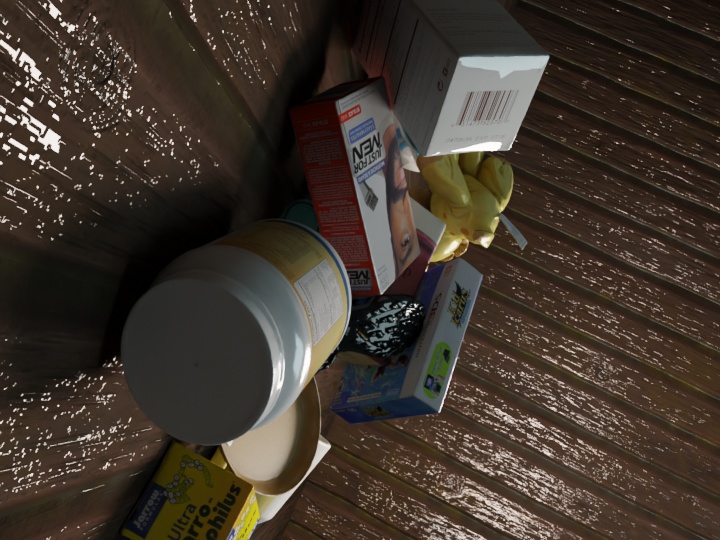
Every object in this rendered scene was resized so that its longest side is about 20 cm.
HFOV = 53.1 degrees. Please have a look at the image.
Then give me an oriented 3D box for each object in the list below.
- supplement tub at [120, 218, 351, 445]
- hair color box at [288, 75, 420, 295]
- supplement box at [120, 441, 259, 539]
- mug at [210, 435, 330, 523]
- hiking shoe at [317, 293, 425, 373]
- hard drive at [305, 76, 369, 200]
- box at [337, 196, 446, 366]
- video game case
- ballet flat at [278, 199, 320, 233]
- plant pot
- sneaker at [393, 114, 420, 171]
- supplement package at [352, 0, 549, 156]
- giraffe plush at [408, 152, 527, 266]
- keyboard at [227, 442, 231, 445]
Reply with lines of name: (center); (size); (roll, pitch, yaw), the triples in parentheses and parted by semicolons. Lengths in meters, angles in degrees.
supplement tub: (-0.095, 0.043, 0.602); (0.200, 0.142, 0.148); (-44, 157, -71)
hair color box: (0.000, -0.090, 0.769); (0.111, 0.062, 0.205); (-42, 125, -51)
supplement box: (-0.191, 0.300, 0.851); (0.201, 0.107, 0.110); (100, 16, -61)
mug: (-0.156, 0.269, 1.042); (0.155, 0.186, 0.148); (-56, -147, -7)
hiking shoe: (-0.016, 0.052, 0.789); (0.196, 0.086, 0.076); (-8, 119, -35)
hard drive: (-0.020, -0.163, 0.972); (0.133, 0.026, 0.202); (105, 10, -53)
box: (0.000, 0.000, 0.907); (0.204, 0.126, 0.108); (-64, -160, -16)
video game case: (0.053, 0.092, 0.902); (0.199, 0.045, 0.184); (-25, -143, 56)
ballet flat: (-0.094, 0.016, 0.840); (0.070, 0.066, 0.204); (21, 93, -89)
plant pot: (-0.118, 0.174, 0.896); (0.199, 0.027, 0.206); (27, 57, -51)
sneaker: (0.056, -0.208, 1.020); (0.078, 0.079, 0.201); (-61, 153, -20)
supplement package: (0.087, -0.233, 0.773); (0.119, 0.114, 0.202); (108, -35, -44)
giraffe plush: (0.122, -0.085, 1.022); (0.171, 0.204, 0.161); (-22, 172, -44)
keyboard: (-0.133, 0.106, 0.856); (0.203, 0.010, 0.057); (-70, 146, -43)
